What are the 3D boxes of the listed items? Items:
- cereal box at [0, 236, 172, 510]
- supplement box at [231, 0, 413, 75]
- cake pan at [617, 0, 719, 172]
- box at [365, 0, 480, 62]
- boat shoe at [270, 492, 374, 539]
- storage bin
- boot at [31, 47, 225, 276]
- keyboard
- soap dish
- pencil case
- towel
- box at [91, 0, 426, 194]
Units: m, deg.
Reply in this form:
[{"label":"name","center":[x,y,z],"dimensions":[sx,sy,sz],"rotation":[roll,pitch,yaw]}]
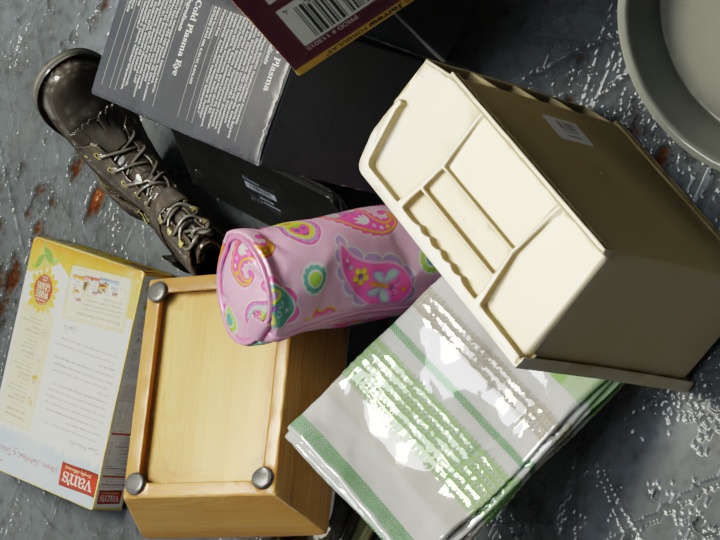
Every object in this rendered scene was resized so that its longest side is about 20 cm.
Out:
[{"label":"cereal box","center":[-0.233,0.083,1.833],"dimensions":[0.144,0.039,0.200],"rotation":[17,96,41]},{"label":"supplement box","center":[-0.042,-0.250,1.453],"dimensions":[0.131,0.103,0.200],"rotation":[-34,52,9]},{"label":"cake pan","center":[0.257,-0.152,1.394],"dimensions":[0.200,0.037,0.201],"rotation":[17,122,30]},{"label":"box","center":[0.012,-0.280,1.582],"dimensions":[0.197,0.117,0.200],"rotation":[25,81,40]},{"label":"boat shoe","center":[-0.025,0.172,1.627],"dimensions":[0.073,0.065,0.200],"rotation":[11,92,41]},{"label":"storage bin","center":[0.128,-0.030,1.432],"dimensions":[0.094,0.200,0.199],"rotation":[-52,55,22]},{"label":"boot","center":[-0.159,-0.069,1.711],"dimensions":[0.069,0.200,0.174],"rotation":[-40,49,-5]},{"label":"keyboard","center":[-0.062,-0.046,1.671],"dimensions":[0.021,0.127,0.200],"rotation":[-41,45,-22]},{"label":"soap dish","center":[-0.090,0.090,1.607],"dimensions":[0.157,0.081,0.200],"rotation":[-4,70,29]},{"label":"pencil case","center":[0.000,0.000,1.544],"dimensions":[0.087,0.200,0.088],"rotation":[21,114,56]},{"label":"towel","center":[0.062,0.087,1.484],"dimensions":[0.200,0.031,0.149],"rotation":[-46,67,1]},{"label":"box","center":[-0.053,-0.132,1.600],"dimensions":[0.182,0.200,0.104],"rotation":[24,99,40]}]
